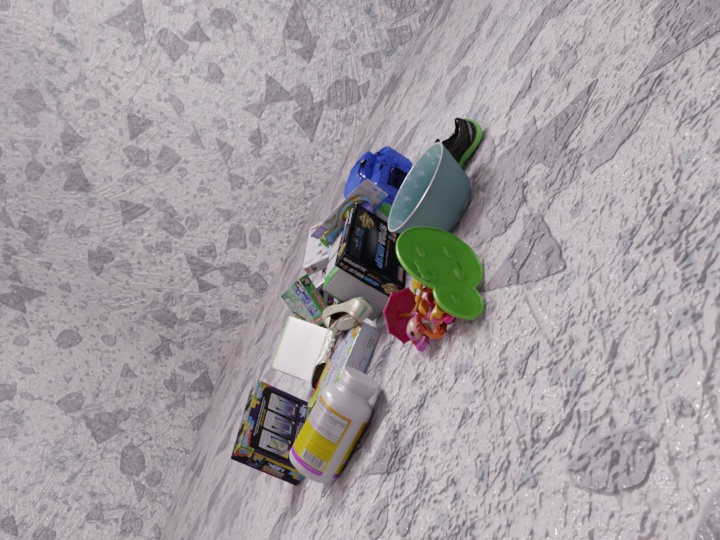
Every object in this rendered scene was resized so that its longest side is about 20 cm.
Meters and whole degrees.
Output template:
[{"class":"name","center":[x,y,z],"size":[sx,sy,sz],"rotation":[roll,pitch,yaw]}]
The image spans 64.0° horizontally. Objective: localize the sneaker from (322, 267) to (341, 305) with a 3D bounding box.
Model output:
[{"class":"sneaker","center":[-0.030,0.075,1.517],"size":[0.075,0.116,0.201],"rotation":[-26,51,0]}]

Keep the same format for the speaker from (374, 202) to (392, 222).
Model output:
[{"class":"speaker","center":[0.036,-0.073,1.500],"size":[0.201,0.088,0.089],"rotation":[-57,14,20]}]

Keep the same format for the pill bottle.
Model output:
[{"class":"pill bottle","center":[-0.046,0.285,1.078],"size":[0.201,0.104,0.104],"rotation":[-61,14,5]}]

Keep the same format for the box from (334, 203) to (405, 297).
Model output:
[{"class":"box","center":[0.031,-0.046,1.309],"size":[0.046,0.158,0.201],"rotation":[-48,19,35]}]

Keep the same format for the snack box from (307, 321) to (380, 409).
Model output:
[{"class":"snack box","center":[-0.037,0.220,1.276],"size":[0.201,0.053,0.142],"rotation":[-66,15,-20]}]

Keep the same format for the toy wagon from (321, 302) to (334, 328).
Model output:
[{"class":"toy wagon","center":[-0.096,0.185,1.595],"size":[0.156,0.039,0.200],"rotation":[-57,15,23]}]

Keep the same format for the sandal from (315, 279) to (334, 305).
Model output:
[{"class":"sandal","center":[-0.072,0.052,1.619],"size":[0.203,0.082,0.050],"rotation":[-46,30,15]}]

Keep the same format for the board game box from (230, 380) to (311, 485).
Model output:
[{"class":"board game box","center":[-0.195,0.372,1.335],"size":[0.057,0.164,0.201],"rotation":[-52,17,30]}]

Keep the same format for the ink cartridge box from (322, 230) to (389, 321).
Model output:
[{"class":"ink cartridge box","center":[0.000,0.000,1.360],"size":[0.083,0.146,0.201],"rotation":[-49,19,29]}]

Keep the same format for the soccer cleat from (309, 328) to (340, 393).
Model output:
[{"class":"soccer cleat","center":[-0.069,0.203,1.381],"size":[0.078,0.069,0.202],"rotation":[60,-132,-74]}]

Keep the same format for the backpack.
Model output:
[{"class":"backpack","center":[0.056,-0.252,1.605],"size":[0.162,0.167,0.201],"rotation":[-38,23,45]}]

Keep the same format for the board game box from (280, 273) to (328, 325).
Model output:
[{"class":"board game box","center":[-0.151,0.097,1.610],"size":[0.029,0.135,0.200],"rotation":[-34,0,-27]}]

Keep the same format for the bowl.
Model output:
[{"class":"bowl","center":[0.150,-0.145,1.168],"size":[0.202,0.104,0.201],"rotation":[-58,14,23]}]

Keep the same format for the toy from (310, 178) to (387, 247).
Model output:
[{"class":"toy","center":[-0.019,-0.127,1.432],"size":[0.200,0.115,0.047],"rotation":[-40,62,15]}]

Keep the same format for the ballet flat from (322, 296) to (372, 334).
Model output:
[{"class":"ballet flat","center":[-0.045,0.108,1.287],"size":[0.063,0.067,0.200],"rotation":[-57,12,-31]}]

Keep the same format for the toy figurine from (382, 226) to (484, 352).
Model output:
[{"class":"toy figurine","center":[0.109,0.061,0.964],"size":[0.201,0.149,0.185],"rotation":[-112,31,-41]}]

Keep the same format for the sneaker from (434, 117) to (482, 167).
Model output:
[{"class":"sneaker","center":[0.186,-0.244,1.266],"size":[0.201,0.083,0.077],"rotation":[-60,13,9]}]

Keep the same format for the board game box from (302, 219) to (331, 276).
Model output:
[{"class":"board game box","center":[-0.090,-0.079,1.589],"size":[0.125,0.035,0.201],"rotation":[-24,32,19]}]

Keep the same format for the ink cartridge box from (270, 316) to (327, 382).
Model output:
[{"class":"ink cartridge box","center":[-0.126,0.213,1.488],"size":[0.199,0.048,0.147],"rotation":[14,79,32]}]
